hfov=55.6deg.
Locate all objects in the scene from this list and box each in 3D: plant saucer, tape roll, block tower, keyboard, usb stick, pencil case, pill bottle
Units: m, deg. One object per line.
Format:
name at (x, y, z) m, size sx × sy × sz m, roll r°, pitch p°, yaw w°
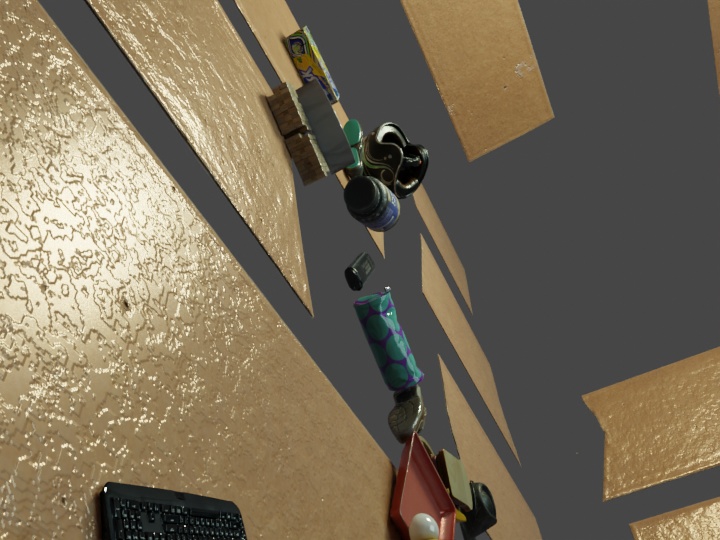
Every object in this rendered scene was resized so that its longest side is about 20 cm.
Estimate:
plant saucer at (0.109, 0.427, 1.205) m, size 0.204 × 0.036 × 0.201 m, roll 64°, pitch 22°, yaw -20°
tape roll at (-0.083, -0.319, 1.526) m, size 0.204 × 0.065 × 0.200 m, roll 63°, pitch -1°, yaw 2°
block tower at (-0.127, -0.279, 1.408) m, size 0.058 × 0.053 × 0.205 m, roll -34°, pitch 101°, yaw -76°
keyboard at (-0.138, 0.236, 0.580) m, size 0.200 × 0.039 × 0.106 m, roll 43°, pitch 27°, yaw -59°
usb stick at (0.000, 0.000, 1.510) m, size 0.056 × 0.032 × 0.200 m, roll 59°, pitch 14°, yaw -5°
pencil case at (0.059, 0.142, 1.399) m, size 0.091 × 0.084 × 0.205 m, roll -22°, pitch 91°, yaw -48°
pill bottle at (0.027, -0.169, 1.714) m, size 0.115 × 0.109 × 0.200 m, roll 70°, pitch 13°, yaw 13°

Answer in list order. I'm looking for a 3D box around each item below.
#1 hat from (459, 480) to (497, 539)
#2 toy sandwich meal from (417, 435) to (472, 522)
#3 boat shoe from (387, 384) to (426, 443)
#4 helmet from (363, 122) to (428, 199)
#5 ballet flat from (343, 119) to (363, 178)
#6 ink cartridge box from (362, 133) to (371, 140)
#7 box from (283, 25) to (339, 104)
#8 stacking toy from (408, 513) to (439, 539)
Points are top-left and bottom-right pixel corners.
hat at (0.264, 0.538, 1.543) m, size 0.200 × 0.079 × 0.207 m, roll -16°, pitch 91°, yaw -80°
toy sandwich meal at (0.168, 0.430, 1.400) m, size 0.208 × 0.069 × 0.207 m, roll 60°, pitch 15°, yaw -28°
boat shoe at (0.102, 0.293, 1.359) m, size 0.200 × 0.074 × 0.073 m, roll -58°, pitch 125°, yaw -72°
helmet at (0.088, -0.327, 2.033) m, size 0.189 × 0.202 × 0.200 m, roll 35°, pitch -6°, yaw 34°
ballet flat at (-0.021, -0.328, 1.897) m, size 0.069 × 0.066 × 0.204 m, roll 65°, pitch 20°, yaw -51°
ink cartridge box at (0.069, -0.339, 2.203) m, size 0.145 × 0.085 × 0.205 m, roll -47°, pitch 115°, yaw -76°
box at (-0.125, -0.527, 1.789) m, size 0.203 × 0.063 × 0.070 m, roll 62°, pitch 14°, yaw -21°
stacking toy at (0.111, 0.461, 1.026) m, size 0.147 × 0.144 × 0.202 m, roll 54°, pitch 9°, yaw -41°
